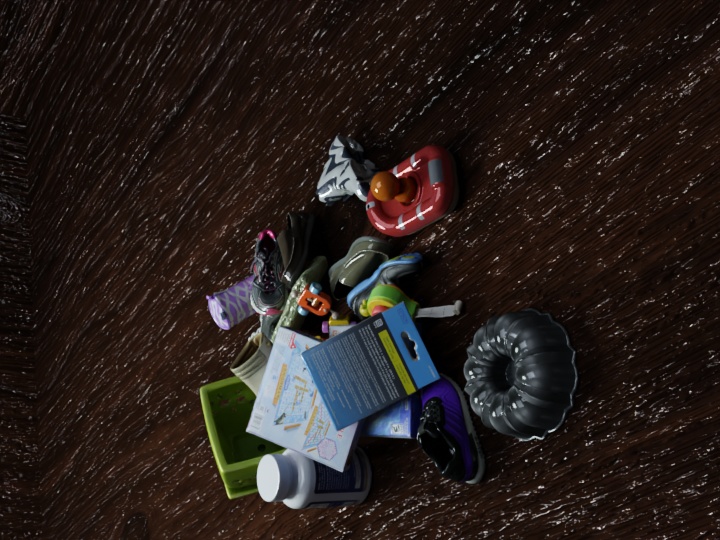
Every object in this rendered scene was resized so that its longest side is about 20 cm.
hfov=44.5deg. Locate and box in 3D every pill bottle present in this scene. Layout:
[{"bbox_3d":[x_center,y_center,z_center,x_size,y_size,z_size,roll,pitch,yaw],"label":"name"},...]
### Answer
[{"bbox_3d":[-0.086,0.380,1.625,0.110,0.198,0.113,-14,73,52],"label":"pill bottle"}]

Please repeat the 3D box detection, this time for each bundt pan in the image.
[{"bbox_3d":[0.229,0.156,1.333,0.201,0.075,0.205,-12,75,53],"label":"bundt pan"}]

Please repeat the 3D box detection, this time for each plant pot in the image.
[{"bbox_3d":[-0.207,0.338,1.791,0.183,0.197,0.201,95,157,-51],"label":"plant pot"}]

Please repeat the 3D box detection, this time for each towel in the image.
[{"bbox_3d":[-0.130,0.074,1.810,0.202,0.036,0.149,-65,-5,26],"label":"towel"}]

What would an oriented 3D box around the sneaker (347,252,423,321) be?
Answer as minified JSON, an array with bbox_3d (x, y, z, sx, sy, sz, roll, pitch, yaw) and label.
[{"bbox_3d":[0.055,0.033,1.617,0.199,0.070,0.083,-42,73,39],"label":"sneaker"}]

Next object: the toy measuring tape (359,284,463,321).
[{"bbox_3d":[0.077,0.055,1.522,0.198,0.073,0.075,-7,78,35],"label":"toy measuring tape"}]

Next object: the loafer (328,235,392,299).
[{"bbox_3d":[0.000,0.000,1.677,0.200,0.074,0.071,135,145,-54],"label":"loafer"}]

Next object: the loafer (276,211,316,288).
[{"bbox_3d":[-0.143,-0.045,1.833,0.202,0.070,0.073,-81,10,-45],"label":"loafer"}]

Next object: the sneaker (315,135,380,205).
[{"bbox_3d":[-0.028,-0.164,1.746,0.131,0.079,0.200,-62,40,28],"label":"sneaker"}]

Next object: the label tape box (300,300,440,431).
[{"bbox_3d":[0.019,0.160,1.488,0.198,0.063,0.146,-27,85,7],"label":"label tape box"}]

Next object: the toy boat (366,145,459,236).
[{"bbox_3d":[0.073,-0.142,1.556,0.199,0.129,0.132,-28,61,48],"label":"toy boat"}]

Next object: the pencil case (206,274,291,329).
[{"bbox_3d":[-0.238,0.048,1.899,0.084,0.199,0.086,-11,108,57],"label":"pencil case"}]

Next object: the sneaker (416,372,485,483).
[{"bbox_3d":[0.128,0.249,1.432,0.070,0.099,0.202,-50,47,34],"label":"sneaker"}]

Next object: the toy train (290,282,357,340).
[{"bbox_3d":[-0.088,0.111,1.745,0.056,0.149,0.201,-77,12,-58],"label":"toy train"}]

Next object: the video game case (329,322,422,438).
[{"bbox_3d":[0.024,0.197,1.587,0.179,0.045,0.203,-5,79,34],"label":"video game case"}]

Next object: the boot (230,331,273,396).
[{"bbox_3d":[-0.133,0.168,1.664,0.200,0.156,0.073,-42,21,-12],"label":"boot"}]

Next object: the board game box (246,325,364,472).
[{"bbox_3d":[-0.083,0.226,1.569,0.197,0.041,0.203,19,93,18],"label":"board game box"}]

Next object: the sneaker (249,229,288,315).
[{"bbox_3d":[-0.195,0.006,1.835,0.075,0.079,0.202,91,171,-52],"label":"sneaker"}]

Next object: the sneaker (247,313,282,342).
[{"bbox_3d":[-0.187,0.141,1.920,0.091,0.066,0.201,65,145,26],"label":"sneaker"}]
